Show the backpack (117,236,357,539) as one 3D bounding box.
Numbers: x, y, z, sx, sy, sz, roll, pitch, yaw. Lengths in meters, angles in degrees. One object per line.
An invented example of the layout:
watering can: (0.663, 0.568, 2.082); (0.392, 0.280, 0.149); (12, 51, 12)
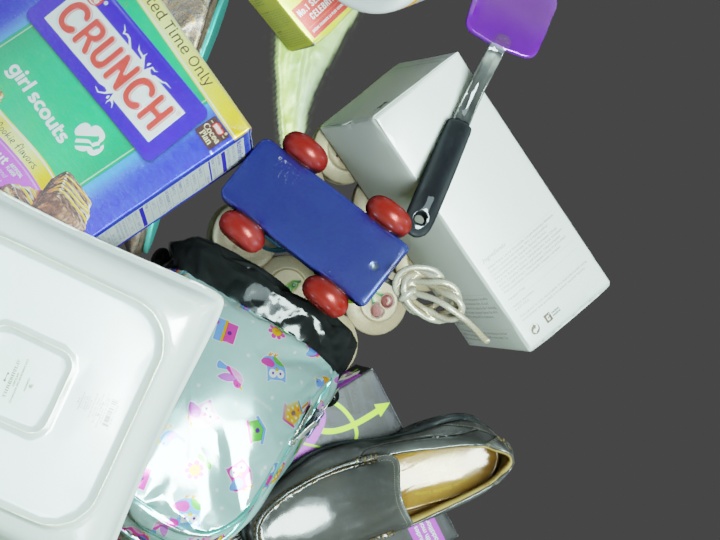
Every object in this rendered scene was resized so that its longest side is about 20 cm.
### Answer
backpack: (-0.109, 0.092, 1.464); (0.167, 0.127, 0.200); (31, 72, -3)

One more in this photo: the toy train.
toy train: (0.000, 0.000, 1.477); (0.200, 0.116, 0.085); (38, 81, 6)

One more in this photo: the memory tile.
memory tile: (0.000, -0.033, 1.580); (0.200, 0.017, 0.153); (-40, 105, -16)

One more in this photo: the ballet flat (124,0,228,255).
ballet flat: (-0.148, -0.110, 1.501); (0.067, 0.068, 0.201); (17, 79, -2)

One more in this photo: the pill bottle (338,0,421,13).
pill bottle: (0.060, -0.252, 1.522); (0.200, 0.112, 0.112); (-28, 103, -46)

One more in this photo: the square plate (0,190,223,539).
square plate: (-0.210, 0.065, 1.356); (0.198, 0.028, 0.201); (25, 84, -9)

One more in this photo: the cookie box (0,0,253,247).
cookie box: (-0.197, -0.096, 1.426); (0.200, 0.075, 0.171); (-35, 84, -8)

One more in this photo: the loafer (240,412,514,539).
loafer: (0.013, 0.150, 1.522); (0.200, 0.072, 0.073); (-24, 101, -19)

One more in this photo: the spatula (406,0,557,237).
spatula: (0.075, -0.114, 1.474); (0.056, 0.021, 0.201); (24, 86, -7)

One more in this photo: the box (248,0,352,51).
box: (-0.079, -0.251, 1.525); (0.075, 0.050, 0.200); (-44, 106, -16)

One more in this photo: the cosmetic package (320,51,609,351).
cosmetic package: (0.072, -0.046, 1.544); (0.085, 0.108, 0.200); (-38, 105, -17)

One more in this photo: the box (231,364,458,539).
box: (-0.046, 0.178, 1.557); (0.200, 0.036, 0.143); (-31, 102, -17)
